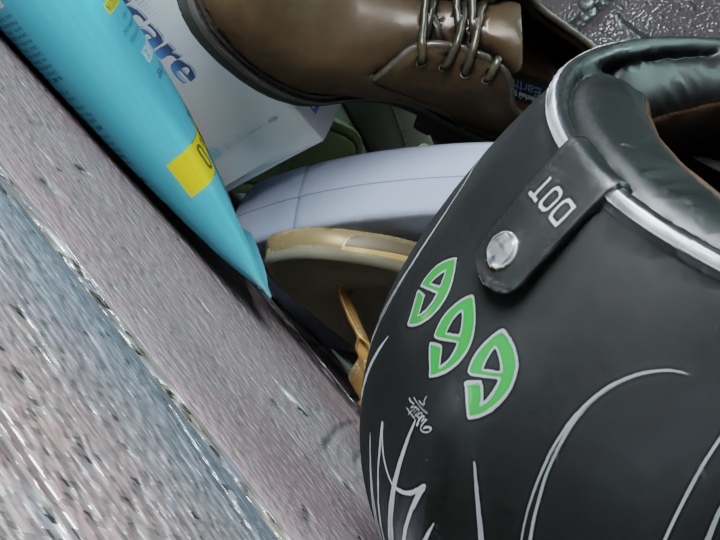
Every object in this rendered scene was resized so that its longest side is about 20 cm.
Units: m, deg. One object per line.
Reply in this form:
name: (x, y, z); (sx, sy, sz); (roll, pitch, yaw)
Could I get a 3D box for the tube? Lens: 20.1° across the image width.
tube: (-0.098, -0.076, 0.779); (0.201, 0.050, 0.078); (53, 9, -21)

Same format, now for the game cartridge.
game cartridge: (0.052, -0.005, 0.854); (0.133, 0.198, 0.041); (42, 51, -52)

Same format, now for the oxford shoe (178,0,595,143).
oxford shoe: (0.020, -0.099, 0.793); (0.199, 0.073, 0.084); (11, -12, -37)

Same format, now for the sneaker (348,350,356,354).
sneaker: (0.000, 0.000, 1.013); (0.078, 0.076, 0.200); (32, -3, 28)

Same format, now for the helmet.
helmet: (0.096, 0.048, 0.603); (0.198, 0.192, 0.201); (14, 31, -9)

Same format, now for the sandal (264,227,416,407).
sandal: (0.029, 0.048, 0.861); (0.200, 0.080, 0.054); (51, 43, -41)

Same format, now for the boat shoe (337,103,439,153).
boat shoe: (0.041, -0.052, 1.119); (0.203, 0.060, 0.072); (59, 20, -10)

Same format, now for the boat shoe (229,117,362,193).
boat shoe: (-0.069, -0.080, 1.014); (0.068, 0.075, 0.200); (28, -5, 26)

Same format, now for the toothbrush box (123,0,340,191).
toothbrush box: (-0.059, -0.151, 0.882); (0.146, 0.085, 0.201); (46, 41, -23)
